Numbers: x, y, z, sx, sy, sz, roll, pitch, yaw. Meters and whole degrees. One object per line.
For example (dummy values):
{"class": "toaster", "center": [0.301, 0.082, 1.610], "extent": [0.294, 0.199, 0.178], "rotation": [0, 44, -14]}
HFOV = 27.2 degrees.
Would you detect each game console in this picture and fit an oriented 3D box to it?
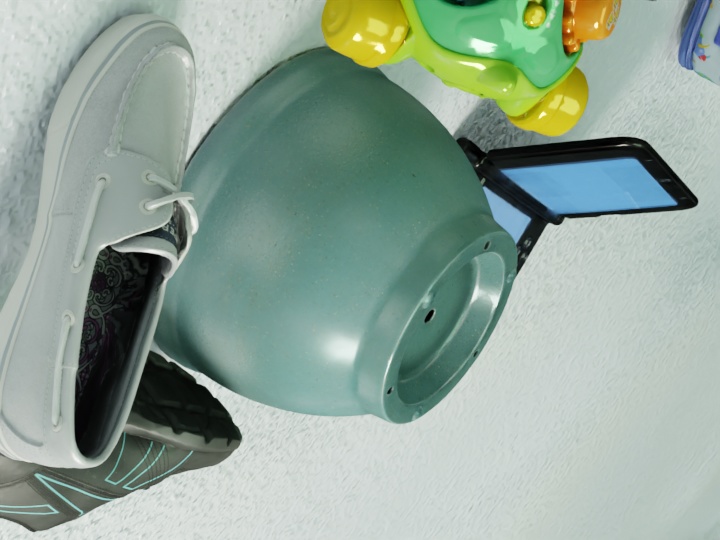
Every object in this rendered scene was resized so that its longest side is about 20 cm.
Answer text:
{"class": "game console", "center": [0.128, -0.018, 1.041], "extent": [0.177, 0.116, 0.200], "rotation": [-59, 154, 3]}

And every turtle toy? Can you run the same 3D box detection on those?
{"class": "turtle toy", "center": [0.057, -0.165, 0.705], "extent": [0.145, 0.201, 0.101], "rotation": [16, 140, -32]}

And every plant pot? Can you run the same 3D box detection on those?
{"class": "plant pot", "center": [0.000, 0.000, 0.810], "extent": [0.200, 0.134, 0.201], "rotation": [-41, 151, -29]}

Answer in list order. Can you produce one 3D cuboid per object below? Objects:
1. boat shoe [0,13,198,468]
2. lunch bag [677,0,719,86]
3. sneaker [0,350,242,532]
{"class": "boat shoe", "center": [-0.103, -0.013, 0.634], "extent": [0.072, 0.068, 0.201], "rotation": [38, 68, -50]}
{"class": "lunch bag", "center": [0.339, -0.246, 1.201], "extent": [0.160, 0.082, 0.201], "rotation": [-29, 143, -47]}
{"class": "sneaker", "center": [-0.140, 0.084, 0.744], "extent": [0.199, 0.075, 0.079], "rotation": [12, 118, -54]}
